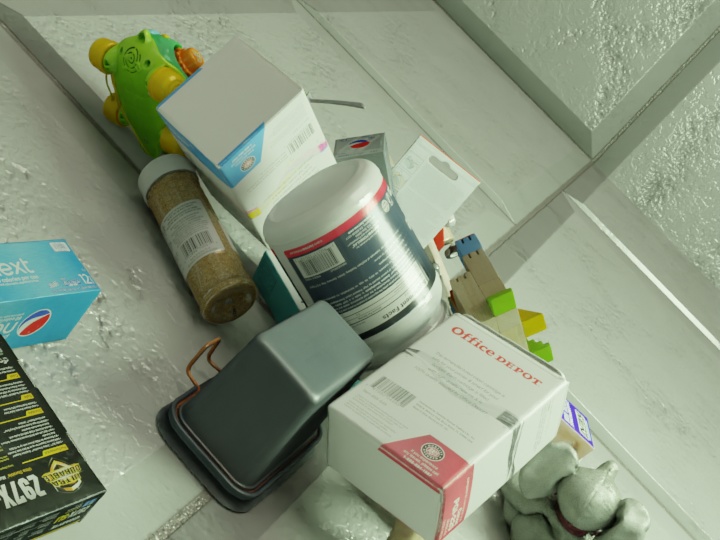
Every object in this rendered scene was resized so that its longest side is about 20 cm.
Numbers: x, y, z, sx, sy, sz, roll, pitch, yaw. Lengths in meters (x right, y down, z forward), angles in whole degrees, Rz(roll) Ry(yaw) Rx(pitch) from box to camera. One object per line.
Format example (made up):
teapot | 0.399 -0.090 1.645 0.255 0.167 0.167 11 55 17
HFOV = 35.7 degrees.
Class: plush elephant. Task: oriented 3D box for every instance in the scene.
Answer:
plush elephant | 0.246 0.276 1.293 0.165 0.155 0.200 47 23 9

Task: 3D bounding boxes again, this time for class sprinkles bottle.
sprinkles bottle | -0.182 -0.037 1.236 0.068 0.068 0.201 13 38 -50

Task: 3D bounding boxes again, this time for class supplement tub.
supplement tub | 0.000 0.000 1.174 0.202 0.139 0.141 59 18 -20

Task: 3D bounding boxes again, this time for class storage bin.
storage bin | -0.083 0.107 1.072 0.146 0.135 0.200 46 22 7

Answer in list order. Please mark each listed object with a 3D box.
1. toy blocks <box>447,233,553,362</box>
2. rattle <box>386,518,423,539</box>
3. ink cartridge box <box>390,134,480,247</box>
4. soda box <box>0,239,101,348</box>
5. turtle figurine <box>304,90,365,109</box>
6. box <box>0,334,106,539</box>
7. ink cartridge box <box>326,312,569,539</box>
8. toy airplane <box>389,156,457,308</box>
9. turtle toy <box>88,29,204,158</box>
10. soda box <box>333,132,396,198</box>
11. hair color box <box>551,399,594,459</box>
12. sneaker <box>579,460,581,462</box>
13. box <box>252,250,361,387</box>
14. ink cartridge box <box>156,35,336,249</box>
toy blocks | 0.139 0.057 1.245 0.138 0.098 0.202 -114 -177 -48
rattle | 0.017 0.236 1.106 0.142 0.131 0.200 36 48 11
ink cartridge box | 0.053 -0.081 1.462 0.108 0.200 0.051 35 23 -17
soda box | -0.312 0.024 0.921 0.064 0.068 0.199 49 24 17
turtle figurine | -0.105 -0.181 1.518 0.195 0.198 0.145 55 -9 35
box | -0.297 0.130 0.794 0.161 0.049 0.199 52 24 13
ink cartridge box | 0.083 0.143 1.068 0.145 0.086 0.199 31 46 31
toy airplane | 0.071 -0.059 1.596 0.200 0.139 0.202 -118 -174 -64
turtle toy | -0.233 -0.203 1.337 0.145 0.202 0.101 29 54 30
soda box | 0.015 -0.065 1.405 0.064 0.067 0.203 -85 167 -61
hair color box | 0.188 0.178 1.399 0.199 0.109 0.065 41 23 -22
sneaker | 0.244 0.210 1.503 0.199 0.080 0.071 29 25 -34
box | -0.044 0.062 1.290 0.081 0.049 0.201 -6 51 -36
ink cartridge box | -0.120 -0.136 1.284 0.125 0.128 0.201 41 -13 30
